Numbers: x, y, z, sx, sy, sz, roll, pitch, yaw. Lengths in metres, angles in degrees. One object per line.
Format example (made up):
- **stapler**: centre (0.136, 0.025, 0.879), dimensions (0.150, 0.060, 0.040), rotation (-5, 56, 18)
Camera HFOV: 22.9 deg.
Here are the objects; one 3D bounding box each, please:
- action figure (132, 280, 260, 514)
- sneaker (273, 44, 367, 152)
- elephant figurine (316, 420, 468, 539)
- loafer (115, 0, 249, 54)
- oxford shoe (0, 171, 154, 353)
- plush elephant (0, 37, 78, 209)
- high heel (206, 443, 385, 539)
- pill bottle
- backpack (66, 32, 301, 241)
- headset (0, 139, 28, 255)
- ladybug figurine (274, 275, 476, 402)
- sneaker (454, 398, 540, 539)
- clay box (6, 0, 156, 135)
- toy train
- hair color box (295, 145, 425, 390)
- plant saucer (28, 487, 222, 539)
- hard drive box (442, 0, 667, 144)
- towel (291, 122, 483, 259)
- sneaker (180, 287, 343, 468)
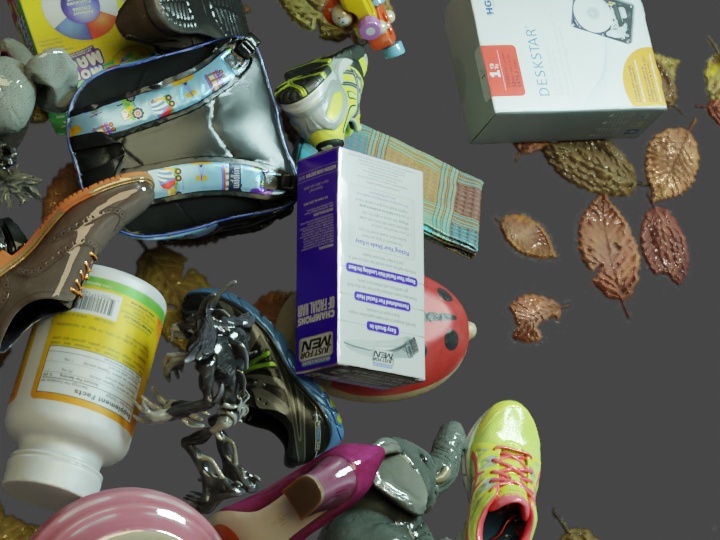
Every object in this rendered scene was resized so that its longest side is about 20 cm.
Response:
- **action figure**: centre (-0.141, 0.107, 1.549), dimensions (0.102, 0.119, 0.200), rotation (3, 109, 19)
- **sneaker**: centre (-0.033, -0.165, 1.725), dimensions (0.076, 0.075, 0.200), rotation (65, 22, -13)
- **elephant figurine**: centre (0.020, 0.210, 1.614), dimensions (0.141, 0.155, 0.200), rotation (-10, 58, 13)
- **loafer**: centre (-0.170, -0.242, 1.702), dimensions (0.200, 0.071, 0.073), rotation (5, 71, -66)
- **oxford shoe**: centre (-0.248, -0.006, 1.518), dimensions (0.200, 0.071, 0.073), rotation (-39, 68, 0)
- **plush elephant**: centre (-0.345, -0.161, 1.597), dimensions (0.165, 0.155, 0.200), rotation (-36, 84, -27)
- **high heel**: centre (-0.060, 0.212, 1.549), dimensions (0.096, 0.200, 0.068), rotation (-20, 81, -47)
- **pill bottle**: centre (-0.246, 0.105, 1.556), dimensions (0.111, 0.111, 0.200), rotation (18, 65, -12)
- **backpack**: centre (-0.175, -0.108, 1.640), dimensions (0.200, 0.135, 0.183), rotation (-17, 87, -22)
- **headset**: centre (-0.338, -0.017, 1.547), dimensions (0.123, 0.094, 0.200), rotation (12, 97, -31)
- **ladybug figurine**: centre (0.020, 0.054, 1.689), dimensions (0.200, 0.072, 0.136), rotation (-4, 71, -21)
- **sneaker**: centre (0.138, 0.210, 1.661), dimensions (0.078, 0.090, 0.200), rotation (15, 64, -11)
- **clay box**: centre (-0.270, -0.236, 1.714), dimensions (0.115, 0.048, 0.200), rotation (-15, 75, -24)
- **toy train**: centre (-0.019, -0.291, 1.768), dimensions (0.056, 0.150, 0.200), rotation (-20, 107, 11)
- **hair color box**: centre (0.000, 0.000, 1.602), dimensions (0.109, 0.065, 0.200), rotation (14, 68, -41)
- **plant saucer**: centre (-0.196, 0.285, 1.493), dimensions (0.200, 0.051, 0.201), rotation (-3, 98, -22)
- **hard drive box**: centre (0.201, -0.219, 1.856), dimensions (0.200, 0.077, 0.156), rotation (-5, 71, -20)
- **towel**: centre (0.028, -0.092, 1.740), dimensions (0.200, 0.022, 0.147), rotation (24, 33, -9)
- **sneaker**: centre (-0.100, 0.096, 1.630), dimensions (0.083, 0.071, 0.200), rotation (-37, 80, -17)
